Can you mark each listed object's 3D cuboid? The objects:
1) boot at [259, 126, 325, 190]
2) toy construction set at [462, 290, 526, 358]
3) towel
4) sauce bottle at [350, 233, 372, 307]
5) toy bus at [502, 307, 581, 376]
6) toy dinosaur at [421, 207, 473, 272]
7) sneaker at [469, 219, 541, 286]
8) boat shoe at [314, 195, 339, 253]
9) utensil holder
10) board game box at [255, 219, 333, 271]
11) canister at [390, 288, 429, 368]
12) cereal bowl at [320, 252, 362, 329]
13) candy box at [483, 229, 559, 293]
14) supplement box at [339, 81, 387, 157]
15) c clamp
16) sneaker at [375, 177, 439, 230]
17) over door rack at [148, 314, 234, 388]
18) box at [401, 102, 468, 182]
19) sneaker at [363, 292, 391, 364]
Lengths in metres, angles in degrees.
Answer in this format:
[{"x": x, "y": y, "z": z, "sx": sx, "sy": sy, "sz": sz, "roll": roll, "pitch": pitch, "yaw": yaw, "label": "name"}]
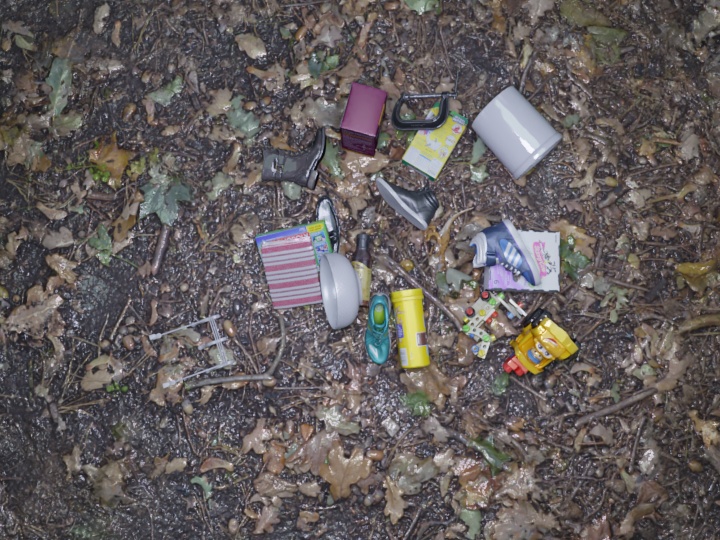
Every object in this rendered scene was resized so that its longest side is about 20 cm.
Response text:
[{"x": -0.193, "y": -0.331, "z": 1.751, "sx": 0.172, "sy": 0.069, "sz": 0.203, "roll": 15, "pitch": 86, "yaw": 1, "label": "boot"}, {"x": 0.359, "y": 0.137, "z": 1.690, "sx": 0.199, "sy": 0.092, "sz": 0.131, "roll": -39, "pitch": 61, "yaw": -11, "label": "toy construction set"}, {"x": -0.188, "y": 0.008, "z": 1.698, "sx": 0.144, "sy": 0.030, "sz": 0.203, "roll": -7, "pitch": 112, "yaw": 4, "label": "towel"}, {"x": 0.000, "y": 0.000, "z": 1.720, "sx": 0.065, "sy": 0.066, "sz": 0.203, "roll": 2, "pitch": 83, "yaw": 0, "label": "sauce bottle"}, {"x": 0.464, "y": 0.211, "z": 1.635, "sx": 0.192, "sy": 0.200, "sz": 0.136, "roll": -44, "pitch": 85, "yaw": 4, "label": "toy bus"}, {"x": 0.233, "y": -0.099, "z": 1.741, "sx": 0.105, "sy": 0.060, "sz": 0.203, "roll": 16, "pitch": 92, "yaw": -18, "label": "toy dinosaur"}, {"x": 0.378, "y": -0.022, "z": 1.649, "sx": 0.145, "sy": 0.081, "sz": 0.202, "roll": -29, "pitch": 87, "yaw": 7, "label": "sneaker"}, {"x": -0.094, "y": -0.115, "z": 1.729, "sx": 0.073, "sy": 0.066, "sz": 0.202, "roll": 1, "pitch": 84, "yaw": -1, "label": "boat shoe"}, {"x": 0.431, "y": -0.382, "z": 1.709, "sx": 0.170, "sy": 0.170, "sz": 0.200, "roll": -41, "pitch": 83, "yaw": -4, "label": "utensil holder"}, {"x": -0.178, "y": -0.054, "z": 1.702, "sx": 0.197, "sy": 0.029, "sz": 0.136, "roll": -12, "pitch": 110, "yaw": 7, "label": "board game box"}, {"x": 0.135, "y": 0.156, "z": 1.662, "sx": 0.085, "sy": 0.149, "sz": 0.203, "roll": -7, "pitch": 86, "yaw": 0, "label": "canister"}, {"x": -0.047, "y": 0.050, "z": 1.627, "sx": 0.082, "sy": 0.200, "sz": 0.203, "roll": -9, "pitch": 84, "yaw": -14, "label": "cereal bowl"}, {"x": 0.450, "y": -0.026, "z": 1.716, "sx": 0.197, "sy": 0.072, "sz": 0.170, "roll": 2, "pitch": 84, "yaw": 1, "label": "candy box"}, {"x": 0.009, "y": -0.410, "z": 1.693, "sx": 0.102, "sy": 0.200, "sz": 0.133, "roll": 16, "pitch": 85, "yaw": 2, "label": "supplement box"}, {"x": 0.184, "y": -0.477, "z": 1.759, "sx": 0.197, "sy": 0.027, "sz": 0.173, "roll": -1, "pitch": 76, "yaw": 22, "label": "c clamp"}, {"x": 0.139, "y": -0.213, "z": 1.744, "sx": 0.200, "sy": 0.071, "sz": 0.099, "roll": 42, "pitch": 75, "yaw": 7, "label": "sneaker"}, {"x": -0.464, "y": 0.218, "z": 1.687, "sx": 0.198, "sy": 0.067, "sz": 0.150, "roll": -17, "pitch": 84, "yaw": -23, "label": "over door rack"}, {"x": 0.215, "y": -0.372, "z": 1.767, "sx": 0.117, "sy": 0.048, "sz": 0.201, "roll": 31, "pitch": 87, "yaw": 4, "label": "box"}, {"x": 0.046, "y": 0.162, "z": 1.686, "sx": 0.076, "sy": 0.080, "sz": 0.203, "roll": -1, "pitch": 100, "yaw": 2, "label": "sneaker"}]
